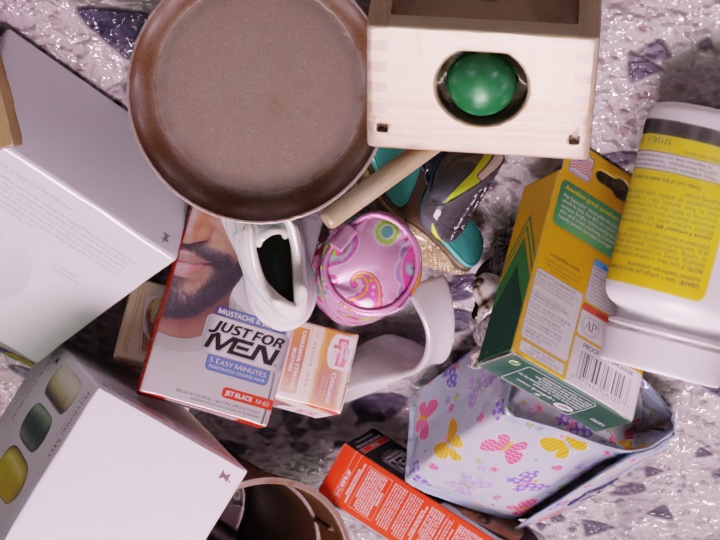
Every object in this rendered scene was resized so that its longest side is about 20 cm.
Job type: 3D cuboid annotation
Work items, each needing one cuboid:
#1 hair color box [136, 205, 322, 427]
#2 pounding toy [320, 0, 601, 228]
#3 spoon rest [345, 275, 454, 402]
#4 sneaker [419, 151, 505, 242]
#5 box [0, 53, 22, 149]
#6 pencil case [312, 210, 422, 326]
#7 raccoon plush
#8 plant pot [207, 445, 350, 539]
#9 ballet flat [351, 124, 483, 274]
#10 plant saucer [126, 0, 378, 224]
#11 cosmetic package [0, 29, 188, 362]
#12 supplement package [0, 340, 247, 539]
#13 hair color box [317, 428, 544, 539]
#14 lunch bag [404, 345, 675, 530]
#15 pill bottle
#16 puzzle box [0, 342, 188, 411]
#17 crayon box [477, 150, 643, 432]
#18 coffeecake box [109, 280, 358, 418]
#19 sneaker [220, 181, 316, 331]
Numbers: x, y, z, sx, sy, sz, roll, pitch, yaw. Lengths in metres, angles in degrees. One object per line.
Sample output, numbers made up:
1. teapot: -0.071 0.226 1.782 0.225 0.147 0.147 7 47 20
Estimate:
1. hair color box: -0.105 0.019 1.529 0.110 0.201 0.064 16 172 -8
2. pounding toy: 0.073 -0.139 1.303 0.183 0.201 0.143 4 130 5
3. spoon rest: 0.035 0.076 1.644 0.099 0.061 0.200 -19 161 -27
4. sneaker: 0.062 -0.090 1.388 0.081 0.200 0.074 27 119 -4
5. box: -0.347 -0.173 1.390 0.163 0.021 0.201 -13 93 23
6. pencil case: 0.000 0.000 1.512 0.087 0.088 0.200 12 177 -5
7. raccoon plush: 0.174 0.045 1.558 0.199 0.135 0.097 23 137 -16
8. plant pot: -0.139 0.260 1.776 0.199 0.198 0.202 -8 108 -25
9. ballet flat: 0.027 -0.064 1.516 0.065 0.071 0.200 -3 137 39
10. plant saucer: -0.077 -0.136 1.408 0.199 0.032 0.202 0 101 -2
11. cosmetic package: -0.277 -0.057 1.527 0.199 0.123 0.200 35 133 -27
12. supplement package: -0.220 0.172 1.569 0.150 0.152 0.200 33 178 -23
13. hair color box: 0.068 0.232 1.751 0.199 0.101 0.061 32 103 12
14. lunch bag: 0.167 0.154 1.695 0.199 0.128 0.169 22 141 -26
15. pill bottle: 0.251 -0.019 1.412 0.114 0.201 0.114 15 180 0
16. puzzle box: -0.266 0.091 1.717 0.199 0.026 0.133 29 169 -23
17. crayon box: 0.177 0.011 1.486 0.125 0.201 0.051 30 151 -23
18. coffeecake box: -0.115 0.071 1.633 0.199 0.074 0.154 15 172 -7
19. sneaker: -0.080 -0.052 1.468 0.070 0.201 0.080 -22 177 -9
